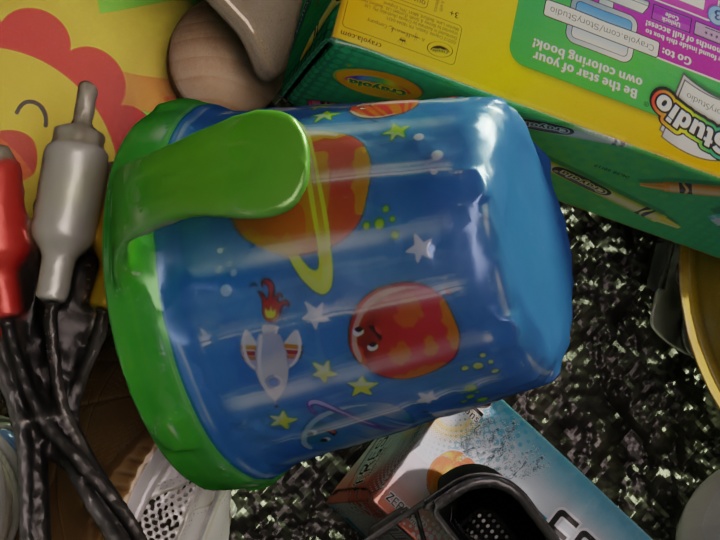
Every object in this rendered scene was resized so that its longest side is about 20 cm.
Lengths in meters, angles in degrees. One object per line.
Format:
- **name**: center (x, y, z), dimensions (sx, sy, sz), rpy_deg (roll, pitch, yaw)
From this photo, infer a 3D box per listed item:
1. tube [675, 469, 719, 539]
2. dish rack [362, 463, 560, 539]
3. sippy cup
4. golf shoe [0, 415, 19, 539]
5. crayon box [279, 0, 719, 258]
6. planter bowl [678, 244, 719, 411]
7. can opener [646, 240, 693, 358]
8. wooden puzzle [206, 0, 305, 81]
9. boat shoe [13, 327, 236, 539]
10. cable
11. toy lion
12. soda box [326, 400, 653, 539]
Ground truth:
- **tube**: center (0.211, 0.146, 0.844), dimensions (0.199, 0.052, 0.058), rpy_deg (33, 59, -27)
- **dish rack**: center (0.011, 0.177, 0.770), dimensions (0.199, 0.055, 0.154), rpy_deg (-35, 101, 7)
- **sippy cup**: center (0.000, 0.000, 0.711), dimensions (0.129, 0.178, 0.141), rpy_deg (-10, 103, 20)
- **golf shoe**: center (-0.204, 0.043, 0.721), dimensions (0.199, 0.097, 0.079), rpy_deg (32, 108, -10)
- **crayon box**: center (0.081, -0.091, 0.765), dimensions (0.199, 0.058, 0.120), rpy_deg (19, 66, -14)
- **planter bowl**: center (0.231, -0.002, 0.810), dimensions (0.199, 0.083, 0.202), rpy_deg (3, 78, -12)
- **can opener**: center (0.171, -0.058, 0.879), dimensions (0.053, 0.067, 0.202), rpy_deg (16, 85, -16)
- **wooden puzzle**: center (-0.054, -0.190, 0.794), dimensions (0.200, 0.037, 0.185), rpy_deg (50, 39, -9)
- **boat shoe**: center (-0.081, 0.088, 0.786), dimensions (0.069, 0.070, 0.201), rpy_deg (43, 62, -36)
- **cable**: center (-0.112, 0.034, 0.723), dimensions (0.096, 0.050, 0.202), rpy_deg (0, 71, -5)
- **toy lion**: center (-0.139, -0.072, 0.789), dimensions (0.191, 0.069, 0.201), rpy_deg (-38, 95, -11)
- **soda box**: center (0.084, 0.130, 0.830), dimensions (0.200, 0.064, 0.068), rpy_deg (44, 73, -9)
